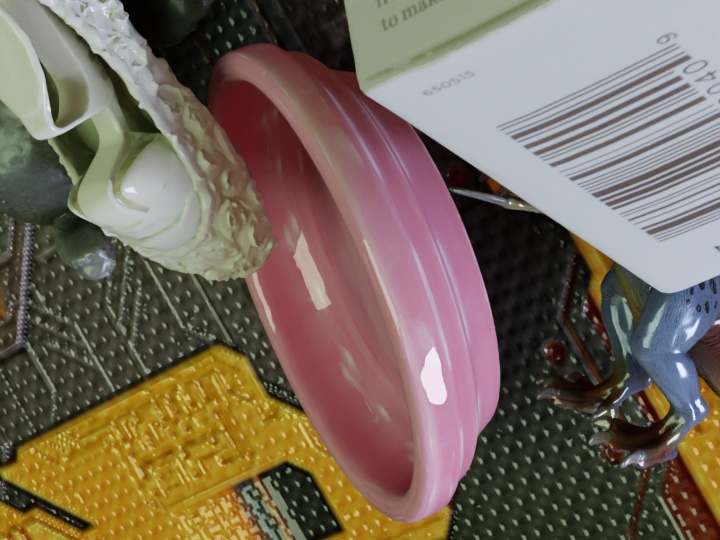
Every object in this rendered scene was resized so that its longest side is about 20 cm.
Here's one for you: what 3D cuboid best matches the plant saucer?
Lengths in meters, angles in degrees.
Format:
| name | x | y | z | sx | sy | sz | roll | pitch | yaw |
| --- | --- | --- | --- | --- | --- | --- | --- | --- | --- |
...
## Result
| name | x | y | z | sx | sy | sz | roll | pitch | yaw |
| --- | --- | --- | --- | --- | --- | --- | --- | --- | --- |
| plant saucer | 0.000 | 0.000 | 0.948 | 0.201 | 0.051 | 0.201 | 57 | 161 | 32 |

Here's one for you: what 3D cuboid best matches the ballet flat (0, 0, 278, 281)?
| name | x | y | z | sx | sy | sz | roll | pitch | yaw |
| --- | --- | --- | --- | --- | --- | --- | --- | --- | --- |
| ballet flat | -0.105 | -0.059 | 0.900 | 0.071 | 0.072 | 0.201 | -11 | 125 | 36 |

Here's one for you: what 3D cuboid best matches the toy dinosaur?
| name | x | y | z | sx | sy | sz | roll | pitch | yaw |
| --- | --- | --- | --- | --- | --- | --- | --- | --- | --- |
| toy dinosaur | 0.115 | -0.026 | 0.918 | 0.198 | 0.105 | 0.183 | 10 | 106 | -15 |

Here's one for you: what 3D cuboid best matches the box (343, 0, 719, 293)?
| name | x | y | z | sx | sy | sz | roll | pitch | yaw |
| --- | --- | --- | --- | --- | --- | --- | --- | --- | --- |
| box | 0.115 | -0.128 | 0.715 | 0.199 | 0.199 | 0.172 | -25 | 59 | 25 |

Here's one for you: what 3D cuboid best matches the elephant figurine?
| name | x | y | z | sx | sy | sz | roll | pitch | yaw |
| --- | --- | --- | --- | --- | --- | --- | --- | --- | --- |
| elephant figurine | -0.133 | -0.133 | 0.986 | 0.154 | 0.142 | 0.201 | 24 | 110 | -11 |
